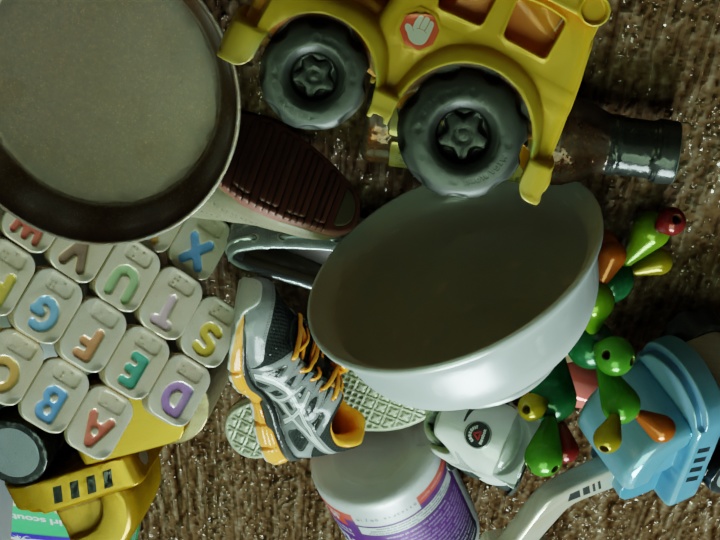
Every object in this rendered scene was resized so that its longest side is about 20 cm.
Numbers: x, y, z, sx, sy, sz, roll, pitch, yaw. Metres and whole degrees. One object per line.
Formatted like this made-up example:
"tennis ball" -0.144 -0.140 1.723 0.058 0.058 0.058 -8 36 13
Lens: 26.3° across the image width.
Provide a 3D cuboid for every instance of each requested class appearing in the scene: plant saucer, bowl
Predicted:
"plant saucer" -0.169 -0.114 0.973 0.200 0.034 0.201 4 112 10
"bowl" 0.073 0.026 1.009 0.201 0.201 0.090 -10 127 23

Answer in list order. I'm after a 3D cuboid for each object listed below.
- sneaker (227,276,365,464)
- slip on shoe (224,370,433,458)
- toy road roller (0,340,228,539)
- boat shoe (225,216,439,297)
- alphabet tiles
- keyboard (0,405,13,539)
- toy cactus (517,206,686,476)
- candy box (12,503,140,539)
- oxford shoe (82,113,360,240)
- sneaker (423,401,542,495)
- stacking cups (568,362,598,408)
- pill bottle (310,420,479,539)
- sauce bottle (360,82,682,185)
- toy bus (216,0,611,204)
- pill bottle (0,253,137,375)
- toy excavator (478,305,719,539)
"sneaker" -0.048 0.072 1.137 0.077 0.078 0.200 -1 143 12
"slip on shoe" -0.013 0.098 1.241 0.200 0.061 0.074 -18 103 14
"toy road roller" -0.187 0.139 1.219 0.200 0.123 0.146 -18 108 16
"boat shoe" 0.000 -0.001 1.106 0.202 0.065 0.074 23 139 -15
"alphabet tiles" -0.178 0.023 1.086 0.200 0.196 0.015 37 165 -29
"keyboard" -0.291 0.151 1.248 0.011 0.200 0.056 -8 138 1
"toy cactus" 0.164 0.047 1.089 0.102 0.200 0.165 15 -179 -15
"candy box" -0.291 0.193 1.395 0.169 0.077 0.200 6 142 3
"oxford shoe" -0.097 -0.065 1.052 0.200 0.071 0.075 24 143 -2
"sneaker" 0.096 0.128 1.215 0.088 0.074 0.200 21 171 10
"stacking cups" 0.089 0.065 1.184 0.200 0.061 0.061 13 141 -14
"pill bottle" 0.038 0.205 1.315 0.111 0.112 0.200 -6 138 18
"sauce bottle" 0.102 -0.086 0.983 0.199 0.066 0.066 9 141 1
"toy bus" 0.042 -0.155 0.861 0.200 0.136 0.192 23 106 -5
"pill bottle" -0.259 0.037 1.169 0.200 0.113 0.113 -16 135 28
"toy excavator" 0.188 0.138 1.141 0.200 0.100 0.195 -17 143 -19
